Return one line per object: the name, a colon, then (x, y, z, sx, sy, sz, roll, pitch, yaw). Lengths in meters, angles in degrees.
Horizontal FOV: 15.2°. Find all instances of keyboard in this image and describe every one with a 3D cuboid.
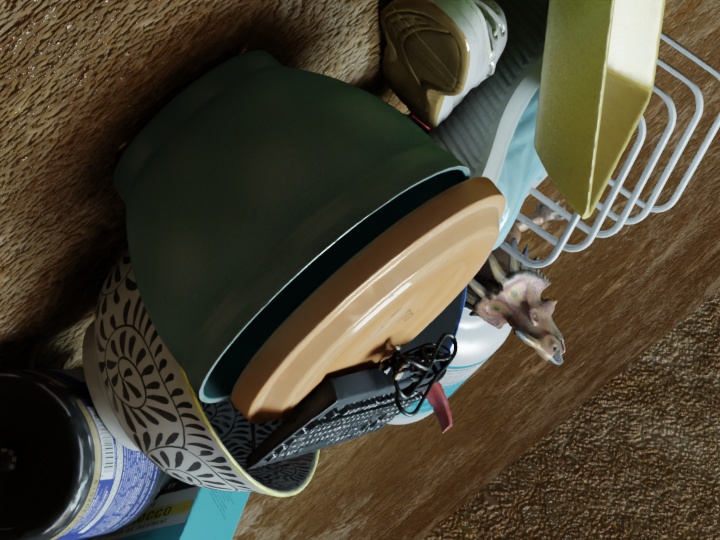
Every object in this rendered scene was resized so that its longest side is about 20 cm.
keyboard: (0.008, 0.088, 1.633, 0.104, 0.040, 0.200, -45, 169, 17)

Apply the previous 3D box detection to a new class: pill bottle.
pill bottle: (-0.190, 0.119, 1.728, 0.112, 0.112, 0.200, -44, 167, 10)
pill bottle: (0.055, 0.041, 2.178, 0.111, 0.111, 0.200, -34, 171, -32)

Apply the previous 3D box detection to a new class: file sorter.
file sorter: (0.160, -0.100, 1.961, 0.200, 0.125, 0.139, -23, 146, -54)

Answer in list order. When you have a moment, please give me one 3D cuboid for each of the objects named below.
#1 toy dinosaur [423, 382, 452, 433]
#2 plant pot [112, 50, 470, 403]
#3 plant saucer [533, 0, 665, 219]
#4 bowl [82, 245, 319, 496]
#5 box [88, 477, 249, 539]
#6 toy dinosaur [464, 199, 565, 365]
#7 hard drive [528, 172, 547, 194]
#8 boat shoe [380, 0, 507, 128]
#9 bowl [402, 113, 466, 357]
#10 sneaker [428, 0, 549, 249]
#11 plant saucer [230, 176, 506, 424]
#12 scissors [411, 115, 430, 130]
toy dinosaur: (0.000, 0.000, 1.824, 0.182, 0.200, 0.105, 107, 8, -66)
plant pot: (-0.056, -0.039, 1.535, 0.200, 0.134, 0.200, -40, 169, -9)
plant saucer: (0.157, -0.164, 1.732, 0.200, 0.048, 0.200, -56, 155, -56)
bowl: (-0.111, 0.058, 1.673, 0.094, 0.201, 0.201, -20, 175, 19)
box: (-0.136, 0.183, 1.824, 0.082, 0.049, 0.200, -16, -153, 22)
toy dinosaur: (0.070, -0.007, 1.997, 0.136, 0.200, 0.086, -46, 148, -65)
hard drive: (0.112, -0.083, 2.160, 0.132, 0.026, 0.200, -46, 167, 19)
boat shoe: (0.058, -0.148, 1.679, 0.069, 0.071, 0.200, -40, 177, -9)
bowl: (0.009, -0.010, 1.752, 0.039, 0.201, 0.201, 0, -167, 33)
sneaker: (0.098, -0.103, 1.794, 0.200, 0.074, 0.082, -62, 141, -19)
plant saucer: (0.010, 0.023, 1.575, 0.200, 0.032, 0.200, -39, 170, -8)
scissors: (0.053, -0.117, 1.900, 0.073, 0.014, 0.200, -21, 155, -53)
